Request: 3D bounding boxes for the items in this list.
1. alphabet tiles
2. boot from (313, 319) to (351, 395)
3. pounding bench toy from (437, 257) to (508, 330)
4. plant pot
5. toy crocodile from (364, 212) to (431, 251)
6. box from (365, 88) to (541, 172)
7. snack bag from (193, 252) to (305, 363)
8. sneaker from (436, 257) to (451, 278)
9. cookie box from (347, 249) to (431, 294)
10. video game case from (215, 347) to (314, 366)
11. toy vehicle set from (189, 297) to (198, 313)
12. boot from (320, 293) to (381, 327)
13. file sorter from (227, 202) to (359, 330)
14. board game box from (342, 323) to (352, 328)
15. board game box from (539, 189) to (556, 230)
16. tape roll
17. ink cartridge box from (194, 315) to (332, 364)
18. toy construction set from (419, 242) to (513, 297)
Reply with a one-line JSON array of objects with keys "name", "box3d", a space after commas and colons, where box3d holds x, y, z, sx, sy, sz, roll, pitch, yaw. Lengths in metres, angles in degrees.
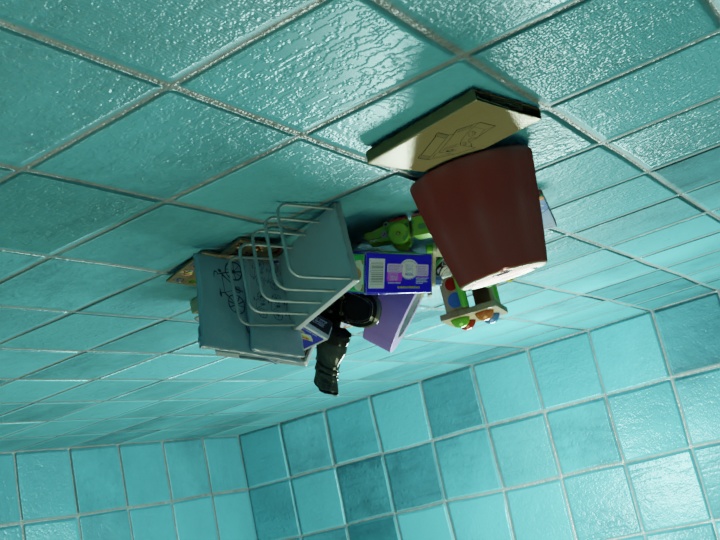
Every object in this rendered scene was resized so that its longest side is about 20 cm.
[{"name": "alphabet tiles", "box3d": [-0.225, -0.009, 1.702, 0.166, 0.008, 0.200, 10, 150, -38]}, {"name": "boot", "box3d": [-0.073, 0.159, 1.869, 0.067, 0.132, 0.200, 9, -167, -15]}, {"name": "pounding bench toy", "box3d": [0.217, 0.036, 2.005, 0.124, 0.157, 0.200, -17, 165, 18]}, {"name": "plant pot", "box3d": [0.195, -0.075, 1.476, 0.199, 0.178, 0.200, -16, 171, -3]}, {"name": "toy crocodile", "box3d": [0.104, -0.077, 1.691, 0.199, 0.062, 0.067, -11, 167, 13]}, {"name": "box", "box3d": [0.130, -0.189, 1.338, 0.199, 0.021, 0.163, -26, 161, 39]}, {"name": "snack bag", "box3d": [-0.190, 0.057, 1.615, 0.199, 0.190, 0.021, 13, 144, -34]}, {"name": "sneaker", "box3d": [0.237, -0.030, 1.871, 0.199, 0.086, 0.078, -24, 161, 11]}, {"name": "cookie box", "box3d": [0.000, 0.000, 1.717, 0.170, 0.076, 0.199, 0, -178, -44]}, {"name": "video game case", "box3d": [-0.182, 0.130, 1.966, 0.199, 0.143, 0.018, 5, 134, 17]}, {"name": "toy vehicle set", "box3d": [-0.234, 0.044, 1.906, 0.124, 0.027, 0.200, 1, 160, -43]}, {"name": "boot", "box3d": [-0.073, 0.063, 1.812, 0.153, 0.074, 0.203, 5, -174, -41]}, {"name": "file sorter", "box3d": [-0.117, -0.005, 1.559, 0.124, 0.140, 0.200, 2, 153, -34]}, {"name": "board game box", "box3d": [0.004, 0.086, 2.236, 0.133, 0.045, 0.200, -12, 166, -4]}, {"name": "board game box", "box3d": [0.255, -0.086, 1.778, 0.199, 0.020, 0.103, -17, 144, 18]}, {"name": "tape roll", "box3d": [0.077, 0.060, 1.900, 0.065, 0.201, 0.200, 27, 169, 10]}, {"name": "ink cartridge box", "box3d": [-0.183, 0.093, 1.798, 0.197, 0.047, 0.200, 32, 148, -22]}, {"name": "toy construction set", "box3d": [0.192, -0.018, 1.779, 0.199, 0.093, 0.132, -11, 142, -10]}]
